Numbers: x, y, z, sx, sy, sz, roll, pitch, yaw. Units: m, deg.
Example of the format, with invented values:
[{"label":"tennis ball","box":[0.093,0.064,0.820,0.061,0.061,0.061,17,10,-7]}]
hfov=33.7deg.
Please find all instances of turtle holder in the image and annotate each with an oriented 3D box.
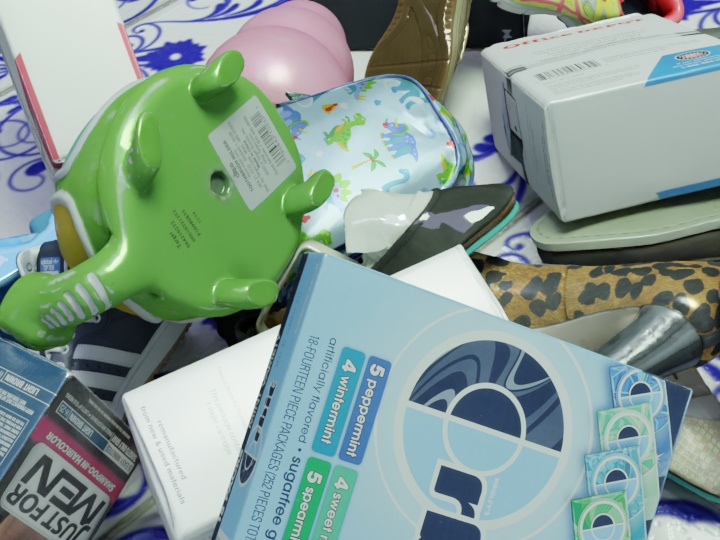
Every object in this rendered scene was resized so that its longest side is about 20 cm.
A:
[{"label":"turtle holder","box":[-0.114,-0.024,0.682,0.131,0.140,0.188,-11,57,43]}]

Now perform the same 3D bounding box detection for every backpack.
[{"label":"backpack","box":[-0.016,-0.046,0.817,0.197,0.155,0.164,-13,55,-24]}]

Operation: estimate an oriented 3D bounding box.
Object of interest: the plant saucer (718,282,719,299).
[{"label":"plant saucer","box":[0.268,0.016,0.668,0.036,0.201,0.200,-16,30,43]}]

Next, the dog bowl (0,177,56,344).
[{"label":"dog bowl","box":[-0.222,0.005,0.822,0.199,0.112,0.050,-34,60,-25]}]

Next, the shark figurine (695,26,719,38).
[{"label":"shark figurine","box":[0.317,-0.190,0.943,0.126,0.090,0.216,2,41,16]}]

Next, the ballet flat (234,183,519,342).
[{"label":"ballet flat","box":[0.000,0.000,0.700,0.199,0.068,0.068,-41,11,18]}]

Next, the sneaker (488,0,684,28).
[{"label":"sneaker","box":[0.175,-0.236,0.942,0.090,0.198,0.079,-7,66,62]}]

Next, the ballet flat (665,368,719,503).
[{"label":"ballet flat","box":[0.158,0.060,0.704,0.067,0.063,0.199,-7,32,-42]}]

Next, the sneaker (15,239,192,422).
[{"label":"sneaker","box":[-0.188,0.055,0.739,0.069,0.109,0.201,-5,42,37]}]

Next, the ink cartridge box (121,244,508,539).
[{"label":"ink cartridge box","box":[-0.019,0.085,0.648,0.197,0.146,0.086,-22,68,-15]}]

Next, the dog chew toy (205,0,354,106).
[{"label":"dog chew toy","box":[-0.059,-0.153,0.957,0.122,0.126,0.201,0,34,11]}]

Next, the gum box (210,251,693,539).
[{"label":"gum box","box":[0.041,0.105,0.560,0.197,0.172,0.044,20,-5,-16]}]

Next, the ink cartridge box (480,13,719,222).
[{"label":"ink cartridge box","box":[0.178,-0.117,0.843,0.144,0.087,0.200,-13,19,-2]}]

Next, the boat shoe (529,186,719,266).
[{"label":"boat shoe","box":[0.213,-0.021,0.793,0.198,0.061,0.072,-10,31,2]}]

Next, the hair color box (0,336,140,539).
[{"label":"hair color box","box":[-0.202,0.149,0.620,0.060,0.100,0.202,20,68,28]}]

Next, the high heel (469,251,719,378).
[{"label":"high heel","box":[0.128,0.012,0.701,0.141,0.072,0.200,-29,32,-9]}]

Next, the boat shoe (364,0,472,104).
[{"label":"boat shoe","box":[0.056,-0.181,0.955,0.070,0.064,0.203,16,88,25]}]

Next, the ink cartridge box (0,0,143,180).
[{"label":"ink cartridge box","box":[-0.220,-0.151,0.897,0.082,0.149,0.200,-22,5,-14]}]

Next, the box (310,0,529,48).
[{"label":"box","box":[0.064,-0.308,1.096,0.196,0.124,0.200,1,44,13]}]
